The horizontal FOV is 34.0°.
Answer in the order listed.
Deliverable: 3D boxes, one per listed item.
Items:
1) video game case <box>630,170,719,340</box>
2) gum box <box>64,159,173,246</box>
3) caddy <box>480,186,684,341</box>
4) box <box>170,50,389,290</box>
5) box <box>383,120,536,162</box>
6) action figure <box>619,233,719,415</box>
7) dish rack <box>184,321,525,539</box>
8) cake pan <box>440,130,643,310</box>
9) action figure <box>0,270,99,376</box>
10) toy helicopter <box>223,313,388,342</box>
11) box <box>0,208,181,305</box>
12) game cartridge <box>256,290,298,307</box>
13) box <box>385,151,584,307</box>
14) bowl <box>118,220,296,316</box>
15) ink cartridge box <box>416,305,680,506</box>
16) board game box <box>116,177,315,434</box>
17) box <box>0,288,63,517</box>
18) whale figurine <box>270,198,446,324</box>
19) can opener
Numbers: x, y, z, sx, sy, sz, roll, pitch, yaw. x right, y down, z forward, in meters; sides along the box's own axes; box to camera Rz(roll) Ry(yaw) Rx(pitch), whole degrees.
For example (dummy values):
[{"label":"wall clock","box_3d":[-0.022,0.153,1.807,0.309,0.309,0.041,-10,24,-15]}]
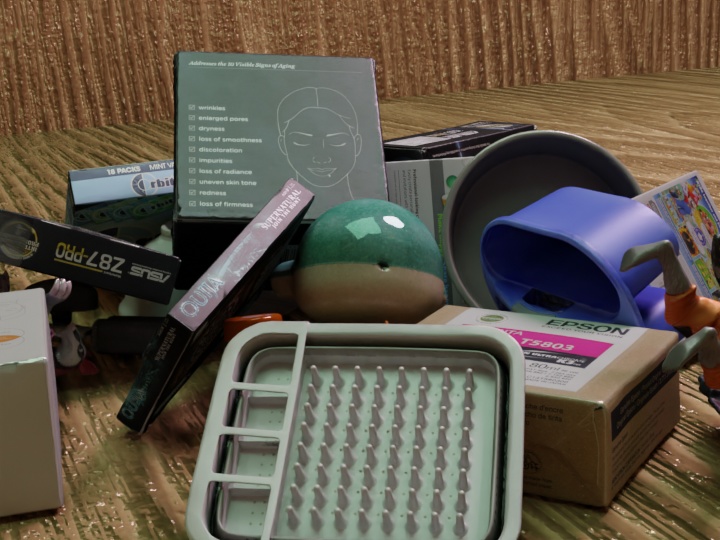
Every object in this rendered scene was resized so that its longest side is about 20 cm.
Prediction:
[{"label":"video game case","box_3d":[0.296,-0.008,1.073,0.018,0.145,0.199,-30,-6,39]},{"label":"gum box","box_3d":[-0.241,-0.053,1.308,0.168,0.045,0.200,-8,-24,-20]},{"label":"caddy","box_3d":[0.176,0.017,0.966,0.104,0.143,0.199,-29,24,-22]},{"label":"box","box_3d":[-0.080,-0.094,1.121,0.197,0.199,0.124,1,-31,-9]},{"label":"box","box_3d":[0.103,-0.067,1.273,0.085,0.166,0.199,10,18,43]},{"label":"action figure","box_3d":[0.272,0.070,0.761,0.192,0.105,0.200,30,14,-23]},{"label":"dish rack","box_3d":[0.002,0.112,0.726,0.197,0.044,0.173,0,49,11]},{"label":"cake pan","box_3d":[0.171,-0.028,1.094,0.197,0.203,0.037,-3,-12,-2]},{"label":"action figure","box_3d":[-0.315,0.068,0.983,0.198,0.151,0.134,19,-11,-22]},{"label":"toy helicopter","box_3d":[-0.024,0.068,0.968,0.130,0.080,0.200,-6,1,13]},{"label":"box","box_3d":[-0.259,-0.015,1.072,0.159,0.050,0.200,18,-3,-20]},{"label":"game cartridge","box_3d":[-0.076,-0.046,1.219,0.132,0.041,0.202,6,50,-32]},{"label":"box","box_3d":[0.120,-0.030,1.140,0.197,0.159,0.041,-3,-6,-4]},{"label":"bowl","box_3d":[-0.160,-0.007,1.244,0.198,0.092,0.201,-3,15,1]},{"label":"ink cartridge box","box_3d":[0.112,0.089,0.848,0.198,0.076,0.164,5,17,30]},{"label":"board game box","box_3d":[-0.113,0.026,0.937,0.028,0.136,0.200,35,41,2]},{"label":"box","box_3d":[-0.295,0.094,0.843,0.150,0.108,0.200,-6,14,-14]},{"label":"whale figurine","box_3d":[0.000,0.000,1.027,0.157,0.105,0.200,5,-11,-9]},{"label":"can opener","box_3d":[-0.228,0.043,1.101,0.197,0.068,0.053,1,5,13]}]
